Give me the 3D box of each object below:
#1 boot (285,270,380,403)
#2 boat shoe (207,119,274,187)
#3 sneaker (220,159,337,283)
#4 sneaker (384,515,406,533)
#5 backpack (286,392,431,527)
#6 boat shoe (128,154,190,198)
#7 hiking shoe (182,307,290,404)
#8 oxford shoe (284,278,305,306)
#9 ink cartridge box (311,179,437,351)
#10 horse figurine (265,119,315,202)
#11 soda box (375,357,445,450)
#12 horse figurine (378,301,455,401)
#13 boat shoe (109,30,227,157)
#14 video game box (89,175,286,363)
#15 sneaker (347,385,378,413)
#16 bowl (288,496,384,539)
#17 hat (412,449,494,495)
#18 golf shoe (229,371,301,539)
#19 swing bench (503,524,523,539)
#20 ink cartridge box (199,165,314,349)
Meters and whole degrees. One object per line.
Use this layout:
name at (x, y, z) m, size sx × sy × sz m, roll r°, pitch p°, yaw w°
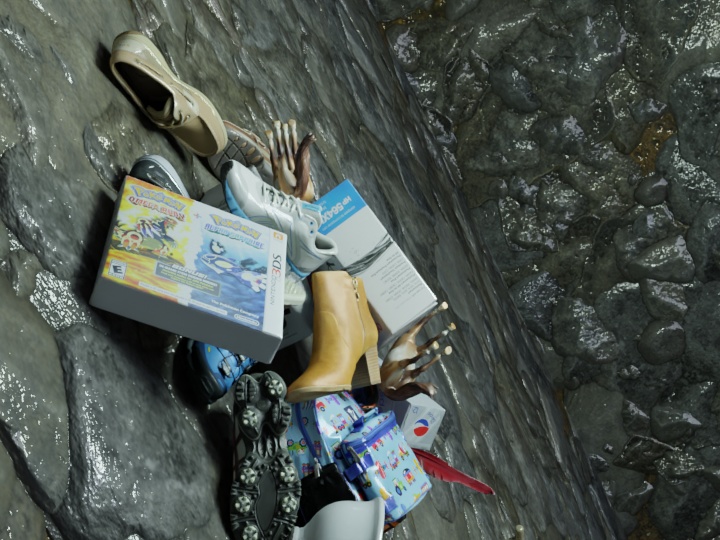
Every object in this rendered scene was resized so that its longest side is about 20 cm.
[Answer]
boot at (-0.042, 0.074, 1.333) m, size 0.200 × 0.070 × 0.146 m, roll -4°, pitch 80°, yaw -62°
boat shoe at (-0.169, -0.163, 1.601) m, size 0.073 × 0.075 × 0.200 m, roll 66°, pitch 8°, yaw 27°
sneaker at (-0.095, -0.072, 1.371) m, size 0.200 × 0.086 × 0.076 m, roll 49°, pitch 25°, yaw -41°
sneaker at (0.010, 0.250, 1.511) m, size 0.203 × 0.111 × 0.077 m, roll 67°, pitch 16°, yaw 4°
backpack at (-0.024, 0.225, 1.387) m, size 0.202 × 0.134 × 0.182 m, roll 62°, pitch 21°, yaw 9°
boat shoe at (-0.207, -0.041, 1.313) m, size 0.201 × 0.068 × 0.057 m, roll 55°, pitch 22°, yaw -16°
hiking shoe at (-0.143, 0.083, 1.296) m, size 0.075 × 0.086 × 0.200 m, roll 62°, pitch 17°, yaw -14°
oxford shoe at (-0.151, 0.031, 1.287) m, size 0.198 × 0.059 × 0.075 m, roll 1°, pitch 23°, yaw -41°
ink cartridge box at (0.000, 0.000, 1.507) m, size 0.201 × 0.084 × 0.146 m, roll 54°, pitch -17°, yaw 7°
horse figurine at (-0.091, -0.130, 1.499) m, size 0.200 × 0.049 × 0.135 m, roll -176°, pitch -106°, yaw -79°
soda box at (0.029, 0.174, 1.565) m, size 0.068 × 0.064 × 0.199 m, roll 15°, pitch 11°, yaw -36°
horse figurine at (0.065, 0.119, 1.470) m, size 0.050 × 0.132 × 0.201 m, roll 46°, pitch 21°, yaw -12°
boat shoe at (-0.245, -0.207, 1.420) m, size 0.200 × 0.071 × 0.065 m, roll 46°, pitch 31°, yaw -32°
video game box at (-0.176, -0.004, 1.203) m, size 0.197 × 0.047 × 0.183 m, roll 20°, pitch 33°, yaw -17°
sneaker at (-0.032, 0.101, 1.472) m, size 0.078 × 0.074 × 0.203 m, roll 33°, pitch -45°, yaw 51°
bowl at (-0.041, 0.332, 1.202) m, size 0.201 × 0.089 × 0.204 m, roll -164°, pitch -90°, yaw -88°
hat at (0.073, 0.229, 1.625) m, size 0.202 × 0.174 × 0.166 m, roll 61°, pitch 17°, yaw -18°
golf shoe at (-0.107, 0.216, 1.243) m, size 0.088 × 0.076 × 0.204 m, roll 124°, pitch -33°, yaw -69°
swing bench at (0.242, 0.563, 1.811) m, size 0.200 × 0.128 × 0.202 m, roll -90°, pitch 157°, yaw -56°
ink cartridge box at (-0.135, -0.014, 1.463) m, size 0.202 × 0.082 × 0.146 m, roll 61°, pitch 16°, yaw -18°
